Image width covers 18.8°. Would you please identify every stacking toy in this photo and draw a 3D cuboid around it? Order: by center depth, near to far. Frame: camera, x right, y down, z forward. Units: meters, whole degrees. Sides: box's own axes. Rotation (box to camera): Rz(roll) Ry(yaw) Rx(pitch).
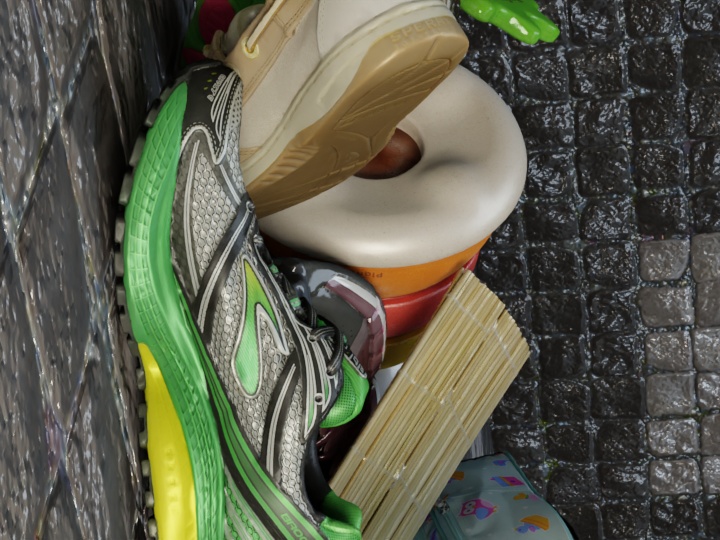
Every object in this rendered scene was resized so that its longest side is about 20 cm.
[{"bbox_3d":[0.000,0.000,1.080,0.200,0.146,0.146,96,-3,-46],"label":"stacking toy"}]

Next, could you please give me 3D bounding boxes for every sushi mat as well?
[{"bbox_3d":[0.013,0.098,1.009,0.200,0.012,0.096,-57,146,-14],"label":"sushi mat"}]

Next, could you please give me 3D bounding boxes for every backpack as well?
[{"bbox_3d":[0.072,0.219,1.376,0.200,0.153,0.176,-150,-126,-67],"label":"backpack"}]

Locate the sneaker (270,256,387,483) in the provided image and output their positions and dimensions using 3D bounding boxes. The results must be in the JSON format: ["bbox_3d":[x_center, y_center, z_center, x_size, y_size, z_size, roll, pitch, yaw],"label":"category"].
[{"bbox_3d":[-0.025,0.079,1.003,0.200,0.076,0.116,71,21,-63],"label":"sneaker"}]

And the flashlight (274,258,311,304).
[{"bbox_3d":[-0.034,0.094,0.895,0.068,0.068,0.200,-117,-159,-66],"label":"flashlight"}]

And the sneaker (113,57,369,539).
[{"bbox_3d":[-0.041,0.020,0.807,0.078,0.085,0.200,-57,140,-81],"label":"sneaker"}]

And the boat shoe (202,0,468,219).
[{"bbox_3d":[-0.026,-0.073,0.843,0.200,0.074,0.069,-38,-106,55],"label":"boat shoe"}]

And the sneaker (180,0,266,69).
[{"bbox_3d":[-0.023,-0.133,0.897,0.084,0.077,0.200,-53,177,-34],"label":"sneaker"}]

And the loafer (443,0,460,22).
[{"bbox_3d":[0.020,-0.152,1.118,0.076,0.067,0.200,-63,165,-73],"label":"loafer"}]

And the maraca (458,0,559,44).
[{"bbox_3d":[0.026,-0.188,1.219,0.107,0.200,0.137,-56,169,20],"label":"maraca"}]
